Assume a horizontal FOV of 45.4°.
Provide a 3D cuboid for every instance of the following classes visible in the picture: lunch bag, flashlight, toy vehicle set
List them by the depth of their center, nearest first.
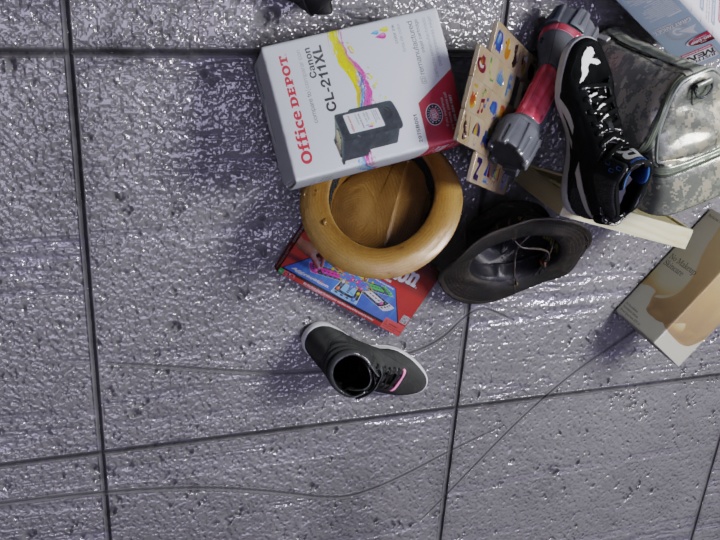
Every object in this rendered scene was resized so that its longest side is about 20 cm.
[{"bbox_3d":[0.206,-0.210,0.982,0.067,0.068,0.201,34,69,-7],"label":"flashlight"},{"bbox_3d":[0.341,-0.185,1.016,0.138,0.200,0.170,-19,123,-11],"label":"lunch bag"},{"bbox_3d":[0.307,-0.083,1.093,0.197,0.124,0.027,12,111,-23],"label":"toy vehicle set"}]

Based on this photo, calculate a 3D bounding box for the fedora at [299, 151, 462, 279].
[{"bbox_3d":[0.023,-0.071,1.005,0.198,0.203,0.082,-16,158,-11],"label":"fedora"}]

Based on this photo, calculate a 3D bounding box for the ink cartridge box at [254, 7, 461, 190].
[{"bbox_3d":[-0.002,-0.184,0.936,0.197,0.083,0.148,-16,94,-11],"label":"ink cartridge box"}]

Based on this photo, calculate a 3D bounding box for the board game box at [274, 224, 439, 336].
[{"bbox_3d":[0.000,0.000,1.091,0.199,0.019,0.104,29,102,-28],"label":"board game box"}]

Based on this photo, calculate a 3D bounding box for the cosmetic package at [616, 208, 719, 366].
[{"bbox_3d":[0.471,0.023,1.212,0.071,0.105,0.201,37,98,-29],"label":"cosmetic package"}]

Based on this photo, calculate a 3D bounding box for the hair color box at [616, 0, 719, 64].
[{"bbox_3d":[0.349,-0.331,0.990,0.199,0.060,0.100,29,61,-31],"label":"hair color box"}]

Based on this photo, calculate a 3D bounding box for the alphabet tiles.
[{"bbox_3d":[0.151,-0.178,0.966,0.199,0.007,0.170,5,100,-64],"label":"alphabet tiles"}]

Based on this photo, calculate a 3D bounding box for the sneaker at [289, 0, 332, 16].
[{"bbox_3d":[-0.014,-0.356,0.878,0.111,0.077,0.201,33,105,-23],"label":"sneaker"}]

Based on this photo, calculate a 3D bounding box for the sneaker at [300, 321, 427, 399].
[{"bbox_3d":[0.018,0.138,1.117,0.198,0.099,0.071,26,103,-28],"label":"sneaker"}]

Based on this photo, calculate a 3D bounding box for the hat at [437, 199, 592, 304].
[{"bbox_3d":[0.186,-0.039,1.089,0.197,0.082,0.201,-11,153,-5],"label":"hat"}]

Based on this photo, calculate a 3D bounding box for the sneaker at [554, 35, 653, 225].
[{"bbox_3d":[0.271,-0.149,0.930,0.072,0.112,0.203,-14,110,-20],"label":"sneaker"}]
